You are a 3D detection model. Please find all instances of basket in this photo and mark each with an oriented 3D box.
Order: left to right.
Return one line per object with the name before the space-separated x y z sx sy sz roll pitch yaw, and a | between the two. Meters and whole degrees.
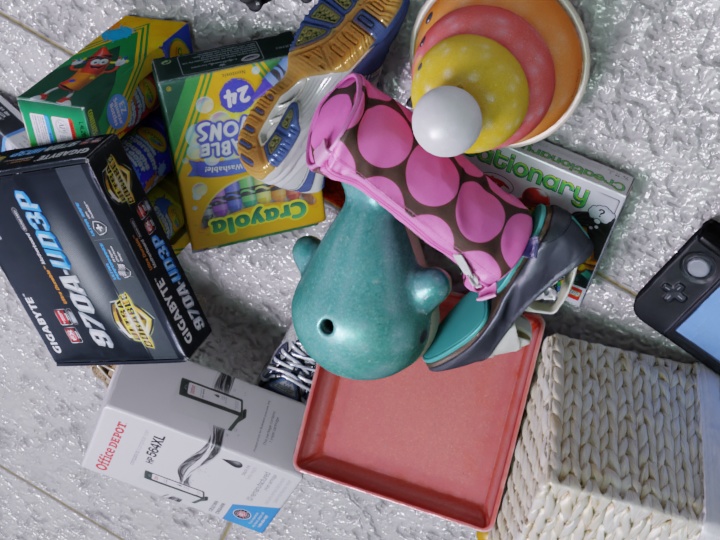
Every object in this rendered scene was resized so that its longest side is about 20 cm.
basket | 0.209 0.196 1.132 0.160 0.200 0.199 14 130 -3

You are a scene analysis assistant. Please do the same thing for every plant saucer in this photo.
plant saucer | 0.055 0.113 1.194 0.199 0.037 0.200 15 92 18

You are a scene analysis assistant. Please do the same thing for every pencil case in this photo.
pencil case | 0.045 -0.063 1.027 0.200 0.094 0.091 35 151 -20

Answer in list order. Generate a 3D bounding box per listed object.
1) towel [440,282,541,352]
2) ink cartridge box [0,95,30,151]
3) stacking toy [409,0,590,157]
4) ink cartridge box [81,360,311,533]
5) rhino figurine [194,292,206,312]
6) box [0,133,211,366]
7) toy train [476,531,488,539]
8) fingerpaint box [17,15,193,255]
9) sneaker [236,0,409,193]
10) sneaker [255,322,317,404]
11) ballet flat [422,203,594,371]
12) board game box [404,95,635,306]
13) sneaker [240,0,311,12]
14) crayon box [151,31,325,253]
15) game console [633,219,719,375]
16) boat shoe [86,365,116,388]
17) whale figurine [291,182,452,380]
towel | 0.111 0.101 1.247 0.146 0.030 0.200 -18 114 35
ink cartridge box | -0.330 -0.049 1.310 0.198 0.043 0.200 39 137 24
stacking toy | 0.083 -0.136 0.959 0.146 0.200 0.147 7 115 17
ink cartridge box | -0.160 0.165 1.279 0.199 0.085 0.146 21 143 -8
rhino figurine | -0.231 -0.007 1.316 0.087 0.060 0.200 -2 125 56
box | -0.233 -0.012 1.100 0.158 0.046 0.201 -4 122 32
toy train | 0.130 0.251 1.265 0.084 0.116 0.200 -23 129 37
fingerpaint box | -0.206 -0.100 1.164 0.073 0.167 0.201 11 128 23
sneaker | -0.018 -0.154 1.079 0.200 0.088 0.075 -52 49 13
sneaker | -0.055 0.095 1.290 0.077 0.085 0.200 32 132 2
ballet flat | 0.129 0.029 1.107 0.073 0.073 0.200 35 124 -1
board game box | 0.119 -0.062 1.116 0.199 0.035 0.127 23 131 10
sneaker | -0.111 -0.264 1.052 0.199 0.077 0.112 7 118 15
crayon box | -0.102 -0.098 1.150 0.125 0.052 0.201 -13 126 -9
game console | 0.333 0.061 1.045 0.200 0.116 0.176 35 132 -1
boat shoe | -0.243 0.090 1.332 0.071 0.065 0.200 40 164 12
whale figurine | 0.000 0.000 1.121 0.159 0.104 0.201 17 114 29
